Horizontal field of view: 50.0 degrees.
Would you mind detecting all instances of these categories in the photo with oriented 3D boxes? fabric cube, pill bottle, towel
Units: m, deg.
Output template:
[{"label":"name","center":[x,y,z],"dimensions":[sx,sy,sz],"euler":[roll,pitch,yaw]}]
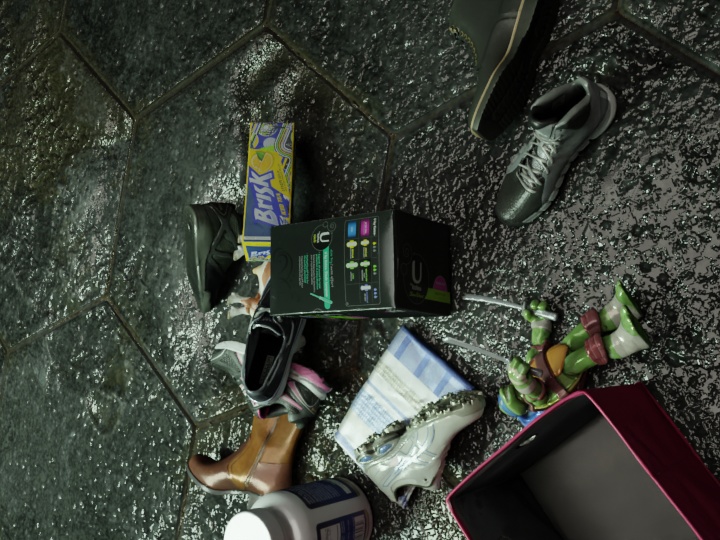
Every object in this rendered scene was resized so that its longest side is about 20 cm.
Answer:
[{"label":"fabric cube","center":[0.248,0.249,0.792],"dimensions":[0.196,0.199,0.201],"euler":[-46,63,23]},{"label":"pill bottle","center":[-0.081,0.340,1.010],"dimensions":[0.110,0.199,0.112],"euler":[-4,83,34]},{"label":"towel","center":[0.057,0.195,1.035],"dimensions":[0.147,0.024,0.201],"euler":[39,107,31]}]

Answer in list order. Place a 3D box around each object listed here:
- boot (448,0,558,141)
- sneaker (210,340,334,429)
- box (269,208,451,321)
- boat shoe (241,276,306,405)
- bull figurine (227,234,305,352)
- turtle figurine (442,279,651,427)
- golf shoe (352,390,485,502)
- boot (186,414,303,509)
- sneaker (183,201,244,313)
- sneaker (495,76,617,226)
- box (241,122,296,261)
[{"label":"boot","center":[0.154,-0.273,0.990],"dimensions":[0.138,0.077,0.201],"euler":[24,86,38]},{"label":"sneaker","center":[-0.142,0.164,1.099],"dimensions":[0.199,0.080,0.087],"euler":[14,68,32]},{"label":"box","center":[0.000,0.000,1.016],"dimensions":[0.199,0.148,0.126],"euler":[-6,81,34]},{"label":"boat shoe","center":[-0.121,0.079,1.055],"dimensions":[0.071,0.068,0.202],"euler":[9,68,13]},{"label":"bull figurine","center":[-0.132,0.029,1.144],"dimensions":[0.120,0.065,0.202],"euler":[7,80,-4]},{"label":"turtle figurine","center":[0.209,0.072,0.871],"dimensions":[0.193,0.144,0.201],"euler":[-33,72,24]},{"label":"golf shoe","center":[0.089,0.220,0.966],"dimensions":[0.200,0.078,0.098],"euler":[-36,83,33]},{"label":"boot","center":[-0.168,0.245,1.160],"dimensions":[0.187,0.068,0.202],"euler":[16,94,35]},{"label":"sneaker","center":[-0.217,-0.021,1.218],"dimensions":[0.076,0.113,0.201],"euler":[47,140,44]},{"label":"sneaker","center":[0.208,-0.145,0.906],"dimensions":[0.075,0.115,0.201],"euler":[44,110,29]},{"label":"box","center":[-0.131,-0.115,1.124],"dimensions":[0.069,0.064,0.202],"euler":[1,65,-2]}]
